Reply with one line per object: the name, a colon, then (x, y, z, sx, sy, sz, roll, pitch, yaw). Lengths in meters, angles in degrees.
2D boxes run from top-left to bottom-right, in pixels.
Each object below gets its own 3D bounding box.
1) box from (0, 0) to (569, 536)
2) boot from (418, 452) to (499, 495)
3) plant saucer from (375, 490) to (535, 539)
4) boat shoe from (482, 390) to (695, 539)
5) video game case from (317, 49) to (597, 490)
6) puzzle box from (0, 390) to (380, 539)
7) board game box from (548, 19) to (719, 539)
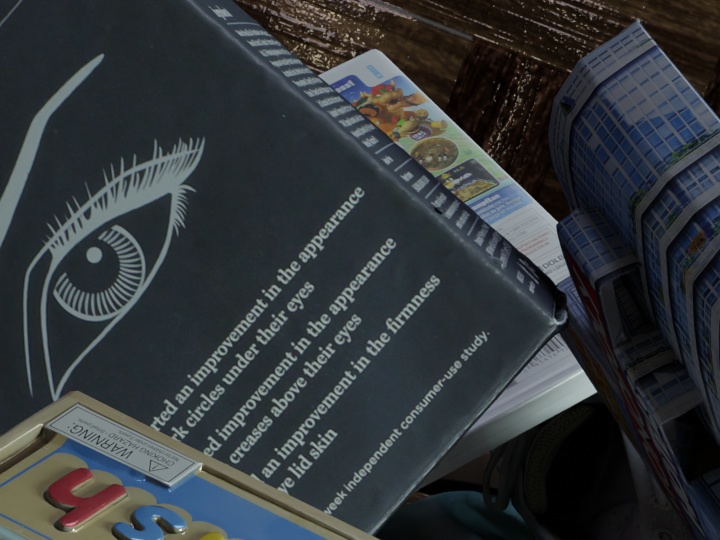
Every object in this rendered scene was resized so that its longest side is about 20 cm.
box: (-0.060, -0.001, 0.801, 0.200, 0.148, 0.104, 42, 7, 1)
boot: (0.080, 0.069, 1.168, 0.074, 0.076, 0.200, -1, -13, 29)
plant saucer: (0.100, 0.127, 1.036, 0.200, 0.027, 0.200, 21, 7, -3)
boat shoe: (0.088, 0.078, 0.981, 0.065, 0.074, 0.202, 18, 15, -24)
video game case: (0.000, 0.000, 1.029, 0.143, 0.018, 0.200, -27, 48, -18)
puzzle box: (-0.029, 0.100, 0.631, 0.200, 0.025, 0.133, 23, 32, 23)
board game box: (0.111, 0.031, 0.838, 0.200, 0.062, 0.200, 57, -3, 46)
